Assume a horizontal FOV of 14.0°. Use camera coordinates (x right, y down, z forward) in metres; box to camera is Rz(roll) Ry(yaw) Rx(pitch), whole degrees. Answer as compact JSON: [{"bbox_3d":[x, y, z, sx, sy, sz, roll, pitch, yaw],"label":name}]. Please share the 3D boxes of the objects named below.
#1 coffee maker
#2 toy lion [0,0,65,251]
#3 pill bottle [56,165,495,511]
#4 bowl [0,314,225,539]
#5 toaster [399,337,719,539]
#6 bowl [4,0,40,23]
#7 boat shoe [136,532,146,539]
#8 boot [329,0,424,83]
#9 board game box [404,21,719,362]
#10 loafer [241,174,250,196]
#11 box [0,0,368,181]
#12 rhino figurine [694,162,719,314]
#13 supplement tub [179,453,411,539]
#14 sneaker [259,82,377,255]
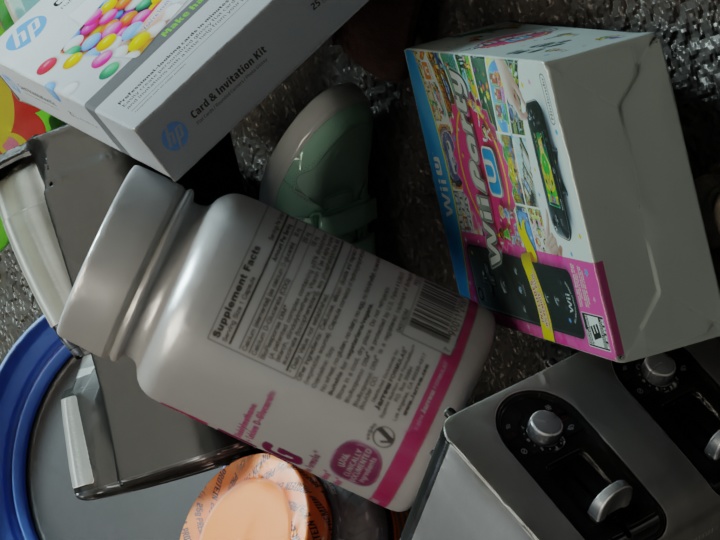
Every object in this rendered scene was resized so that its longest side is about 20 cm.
[{"bbox_3d":[-0.103,0.010,1.591,0.192,0.134,0.201,-22,86,54],"label":"coffee maker"},{"bbox_3d":[-0.260,-0.090,1.803,0.191,0.069,0.201,-5,123,23],"label":"toy lion"},{"bbox_3d":[-0.043,0.031,1.477,0.199,0.114,0.114,25,137,-2],"label":"pill bottle"},{"bbox_3d":[-0.147,0.114,1.768,0.200,0.039,0.202,-7,77,34],"label":"bowl"},{"bbox_3d":[0.106,0.140,1.464,0.119,0.180,0.200,46,138,26],"label":"toaster"},{"bbox_3d":[-0.140,-0.184,1.699,0.201,0.105,0.202,30,130,44],"label":"bowl"},{"bbox_3d":[-0.097,0.175,1.799,0.063,0.073,0.201,25,93,25],"label":"boat shoe"},{"bbox_3d":[0.031,-0.168,1.518,0.200,0.072,0.167,41,143,39],"label":"boot"},{"bbox_3d":[0.096,-0.042,1.437,0.200,0.064,0.148,-162,57,-72],"label":"board game box"},{"bbox_3d":[-0.125,0.002,1.805,0.200,0.073,0.073,-23,92,56],"label":"loafer"},{"bbox_3d":[-0.093,-0.132,1.525,0.041,0.156,0.200,53,167,-29],"label":"box"},{"bbox_3d":[0.205,0.035,1.381,0.087,0.060,0.201,165,84,-74],"label":"rhino figurine"},{"bbox_3d":[0.002,0.175,1.588,0.122,0.200,0.123,-23,53,35],"label":"supplement tub"},{"bbox_3d":[0.000,0.000,1.635,0.118,0.074,0.201,34,127,30],"label":"sneaker"}]
